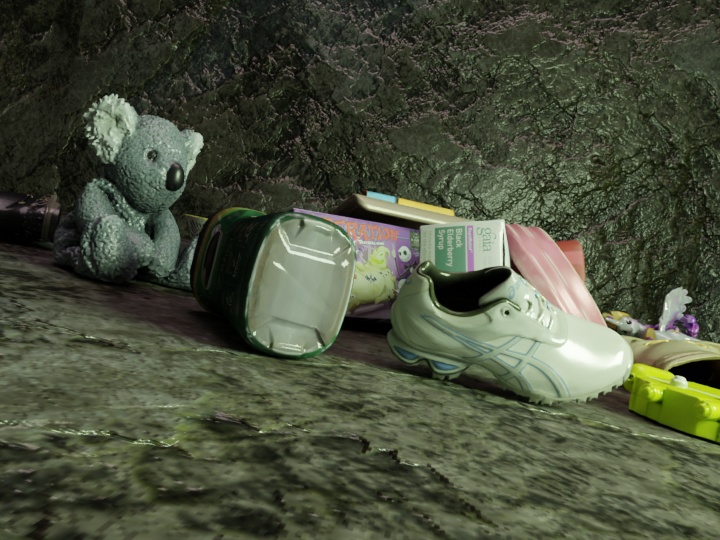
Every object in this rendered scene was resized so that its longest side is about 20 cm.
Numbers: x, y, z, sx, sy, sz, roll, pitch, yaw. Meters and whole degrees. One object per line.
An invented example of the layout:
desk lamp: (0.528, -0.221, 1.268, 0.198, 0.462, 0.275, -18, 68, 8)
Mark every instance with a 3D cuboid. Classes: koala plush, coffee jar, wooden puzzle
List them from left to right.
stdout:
koala plush: (-0.265, -0.093, 0.727, 0.182, 0.202, 0.177, 13, 1, 37)
coffee jar: (-0.083, 0.001, 0.516, 0.085, 0.105, 0.200, 15, 0, -28)
wooden puzzle: (0.044, -0.067, 0.846, 0.183, 0.038, 0.200, 10, -9, -21)

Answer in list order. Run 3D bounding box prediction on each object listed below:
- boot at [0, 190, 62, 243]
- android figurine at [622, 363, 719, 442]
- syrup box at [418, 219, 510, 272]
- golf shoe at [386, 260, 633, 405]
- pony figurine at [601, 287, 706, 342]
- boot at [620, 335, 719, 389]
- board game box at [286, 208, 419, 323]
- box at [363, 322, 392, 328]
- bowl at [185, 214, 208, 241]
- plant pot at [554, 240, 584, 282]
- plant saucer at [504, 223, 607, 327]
boot: (-0.531, -0.088, 0.902, 0.152, 0.074, 0.203, 9, 3, -31)
android figurine: (0.326, 0.125, 0.548, 0.199, 0.042, 0.181, 14, 0, -34)
syrup box: (0.113, 0.023, 0.620, 0.081, 0.080, 0.200, -3, -19, 16)
golf shoe: (0.122, 0.044, 0.473, 0.198, 0.098, 0.079, 7, 45, 0)
pony figurine: (0.571, 0.126, 1.129, 0.192, 0.168, 0.200, 2, 22, -37)
boot: (0.409, 0.122, 0.718, 0.198, 0.074, 0.155, 11, 1, -4)
board game box: (0.000, 0.000, 0.730, 0.198, 0.121, 0.032, 6, -19, -37)
box: (-0.044, 0.004, 0.858, 0.181, 0.105, 0.199, 14, 0, -29)
bowl: (-0.249, -0.042, 1.187, 0.198, 0.095, 0.201, 12, 0, 0)
plant pot: (0.296, 0.041, 1.097, 0.175, 0.203, 0.200, 3, -1, 11)
plant saucer: (0.218, 0.028, 0.687, 0.051, 0.202, 0.200, -32, -8, 9)
